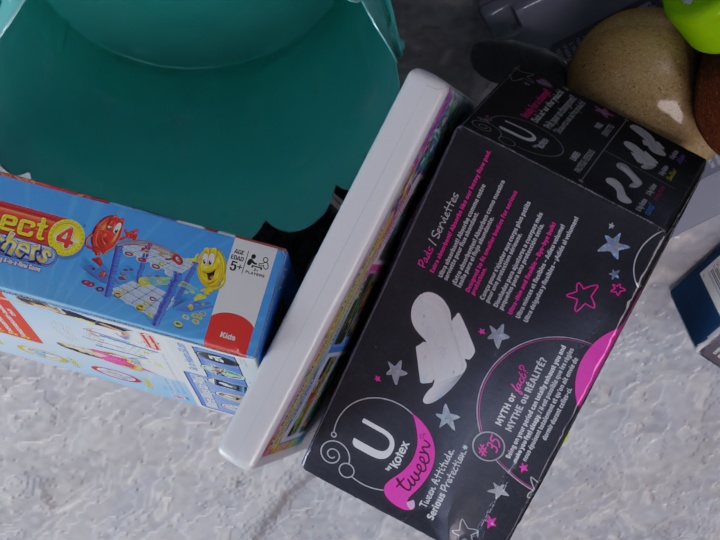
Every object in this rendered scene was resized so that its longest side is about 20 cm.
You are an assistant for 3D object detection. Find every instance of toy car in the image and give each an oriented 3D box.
[{"bbox_3d":[0.165,-0.110,1.311,0.200,0.158,0.164,-15,134,36],"label":"toy car"}]

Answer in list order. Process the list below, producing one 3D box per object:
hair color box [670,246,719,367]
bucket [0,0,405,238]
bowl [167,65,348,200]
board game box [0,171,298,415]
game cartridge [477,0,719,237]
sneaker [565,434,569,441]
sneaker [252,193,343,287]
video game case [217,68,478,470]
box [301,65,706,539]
[{"bbox_3d":[0.295,0.043,1.534,0.200,0.061,0.100,31,117,-33],"label":"hair color box"},{"bbox_3d":[-0.083,-0.125,1.234,0.206,0.135,0.208,-3,135,-3],"label":"bucket"},{"bbox_3d":[-0.077,-0.022,1.401,0.200,0.039,0.201,-7,130,-8],"label":"bowl"},{"bbox_3d":[-0.130,0.012,1.244,0.195,0.056,0.200,15,168,5],"label":"board game box"},{"bbox_3d":[0.162,-0.104,1.397,0.133,0.041,0.200,-23,131,10],"label":"game cartridge"},{"bbox_3d":[0.078,0.011,1.452,0.074,0.084,0.200,-3,122,30],"label":"sneaker"},{"bbox_3d":[-0.002,0.005,1.369,0.200,0.086,0.078,39,110,-11],"label":"sneaker"},{"bbox_3d":[0.000,0.000,1.226,0.024,0.182,0.200,28,94,8],"label":"video game case"},{"bbox_3d":[0.071,0.019,1.245,0.115,0.132,0.200,28,113,6],"label":"box"}]
